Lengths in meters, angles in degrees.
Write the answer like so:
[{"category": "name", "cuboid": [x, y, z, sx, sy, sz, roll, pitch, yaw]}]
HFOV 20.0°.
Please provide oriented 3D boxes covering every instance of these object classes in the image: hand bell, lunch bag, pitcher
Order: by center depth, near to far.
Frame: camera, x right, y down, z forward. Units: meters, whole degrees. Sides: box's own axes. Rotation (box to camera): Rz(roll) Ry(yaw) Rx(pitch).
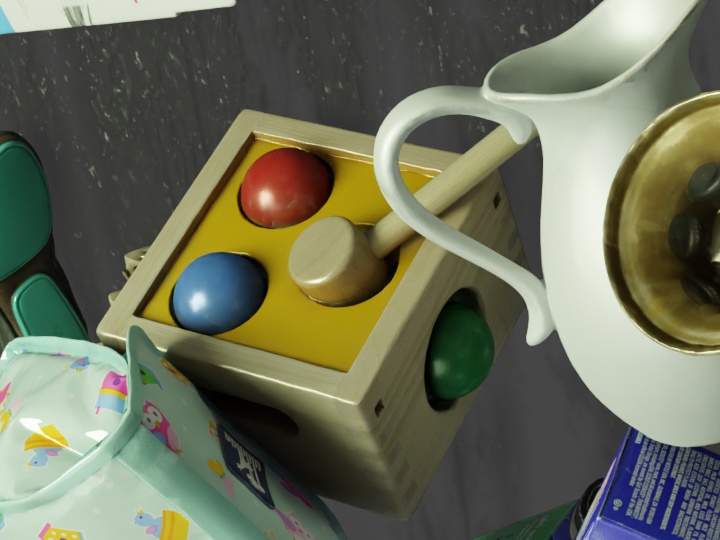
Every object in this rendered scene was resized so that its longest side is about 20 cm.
[{"category": "hand bell", "cuboid": [0.202, -0.005, 0.865, 0.104, 0.105, 0.199, -10, 165, 41]}, {"category": "pitcher", "cuboid": [0.111, -0.015, 0.928, 0.170, 0.121, 0.201, -21, 115, 8]}, {"category": "lunch bag", "cuboid": [-0.102, 0.119, 0.989, 0.170, 0.122, 0.199, 46, 153, -23]}]

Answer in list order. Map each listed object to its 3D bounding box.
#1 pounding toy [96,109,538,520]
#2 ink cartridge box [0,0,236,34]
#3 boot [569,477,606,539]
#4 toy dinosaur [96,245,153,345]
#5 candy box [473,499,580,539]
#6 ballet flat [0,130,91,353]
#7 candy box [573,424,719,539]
[{"category": "pounding toy", "cuboid": [0.000, 0.000, 1.024, 0.199, 0.185, 0.143, 13, 146, 29]}, {"category": "ink cartridge box", "cuboid": [-0.138, -0.189, 1.025, 0.199, 0.067, 0.116, 1, 127, 38]}, {"category": "boot", "cuboid": [0.206, 0.113, 1.030, 0.198, 0.073, 0.151, 18, 137, 19]}, {"category": "toy dinosaur", "cuboid": [-0.117, 0.042, 1.232, 0.199, 0.058, 0.102, 3, 129, 37]}, {"category": "candy box", "cuboid": [0.104, 0.241, 1.215, 0.169, 0.077, 0.200, 50, 138, -8]}, {"category": "ballet flat", "cuboid": [-0.222, -0.007, 1.266, 0.068, 0.068, 0.201, 26, 140, 35]}, {"category": "candy box", "cuboid": [0.192, 0.184, 1.000, 0.199, 0.077, 0.170, 24, 137, 6]}]
